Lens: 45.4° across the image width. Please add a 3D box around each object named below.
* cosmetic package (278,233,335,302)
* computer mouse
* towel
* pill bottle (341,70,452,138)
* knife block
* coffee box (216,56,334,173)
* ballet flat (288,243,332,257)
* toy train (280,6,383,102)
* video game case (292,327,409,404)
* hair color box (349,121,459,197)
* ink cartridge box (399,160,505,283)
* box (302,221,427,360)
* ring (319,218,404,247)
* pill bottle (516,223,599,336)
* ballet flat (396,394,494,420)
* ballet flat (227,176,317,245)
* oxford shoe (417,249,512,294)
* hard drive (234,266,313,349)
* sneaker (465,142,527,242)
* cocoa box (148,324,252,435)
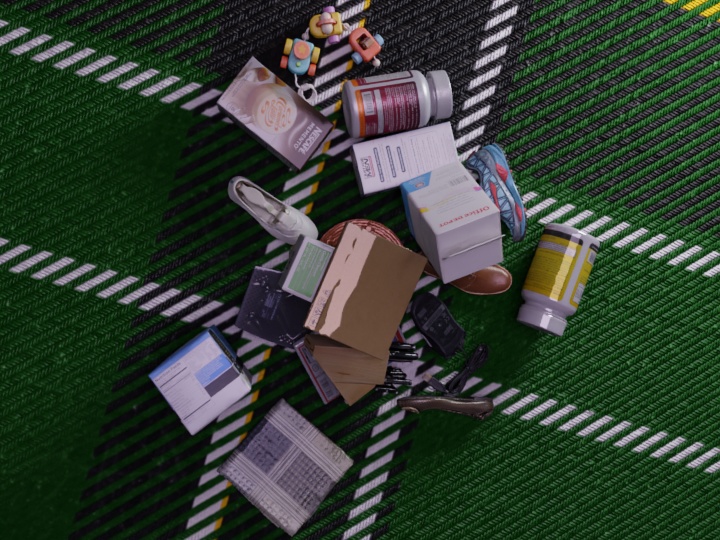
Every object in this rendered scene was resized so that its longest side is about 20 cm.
[{"bbox_3d":[-0.038,0.022,1.566,0.198,0.085,0.109,23,91,-12],"label":"cosmetic package"},{"bbox_3d":[0.148,0.149,1.686,0.200,0.046,0.141,43,72,-15],"label":"computer mouse"},{"bbox_3d":[-0.142,0.380,1.661,0.200,0.035,0.193,42,82,-3],"label":"towel"},{"bbox_3d":[0.070,-0.322,1.649,0.197,0.110,0.111,-10,91,-7],"label":"pill bottle"},{"bbox_3d":[0.013,0.158,1.620,0.175,0.064,0.201,-38,116,-7],"label":"knife block"},{"bbox_3d":[-0.160,-0.292,1.633,0.199,0.080,0.115,38,85,-6],"label":"coffee box"},{"bbox_3d":[-0.039,-0.013,1.636,0.198,0.071,0.072,11,88,-8],"label":"ballet flat"},{"bbox_3d":[-0.057,-0.424,1.660,0.199,0.056,0.151,-37,94,-7],"label":"toy train"},{"bbox_3d":[-0.015,0.148,1.651,0.199,0.017,0.144,-31,115,-10],"label":"video game case"},{"bbox_3d":[0.086,-0.215,1.674,0.198,0.061,0.101,-14,91,-8],"label":"hair color box"},{"bbox_3d":[0.174,-0.084,1.600,0.127,0.201,0.126,-21,133,-7],"label":"ink cartridge box"},{"bbox_3d":[0.009,0.038,1.522,0.162,0.021,0.202,24,90,-13],"label":"box"},{"bbox_3d":[0.000,0.000,1.683,0.198,0.019,0.203,0,91,-8],"label":"ring"},{"bbox_3d":[0.383,0.020,1.686,0.113,0.114,0.202,22,87,-7],"label":"pill bottle"},{"bbox_3d":[0.167,0.268,1.683,0.197,0.067,0.047,3,85,-14],"label":"ballet flat"},{"bbox_3d":[-0.168,-0.111,1.638,0.199,0.069,0.070,35,85,-6],"label":"ballet flat"},{"bbox_3d":[0.208,0.004,1.686,0.198,0.071,0.072,13,86,-9],"label":"oxford shoe"},{"bbox_3d":[-0.127,0.077,1.642,0.198,0.042,0.136,19,99,-10],"label":"hard drive"},{"bbox_3d":[0.264,-0.144,1.700,0.095,0.079,0.202,-20,84,2],"label":"sneaker"},{"bbox_3d":[-0.283,0.190,1.553,0.133,0.200,0.132,-37,94,-5],"label":"cocoa box"}]
